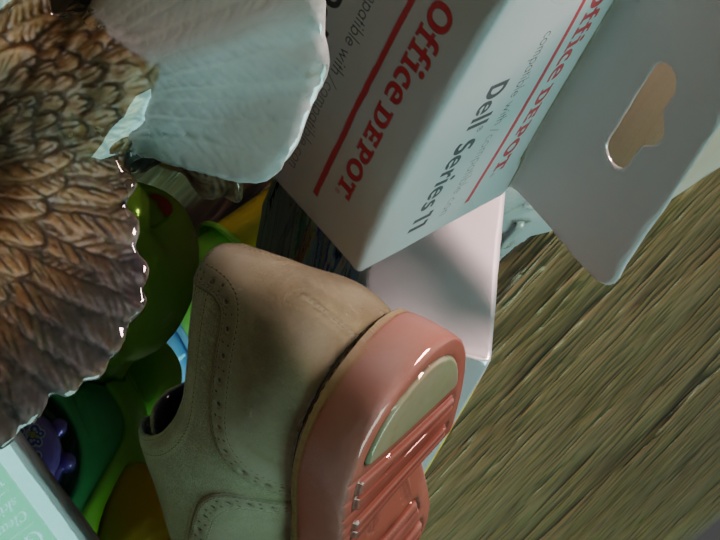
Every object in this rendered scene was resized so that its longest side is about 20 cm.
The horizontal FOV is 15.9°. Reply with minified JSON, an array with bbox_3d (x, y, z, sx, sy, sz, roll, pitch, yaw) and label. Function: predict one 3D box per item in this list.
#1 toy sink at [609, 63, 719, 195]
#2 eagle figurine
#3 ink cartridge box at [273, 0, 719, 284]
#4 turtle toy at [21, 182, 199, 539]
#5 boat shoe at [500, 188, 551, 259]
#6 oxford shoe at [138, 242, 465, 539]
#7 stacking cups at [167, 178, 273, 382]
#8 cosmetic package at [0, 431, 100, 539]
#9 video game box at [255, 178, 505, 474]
[{"bbox_3d":[0.143,-0.125,1.037,0.130,0.112,0.200,-32,168,-37],"label":"toy sink"},{"bbox_3d":[-0.115,-0.022,0.637,0.200,0.152,0.151,-28,141,-36],"label":"eagle figurine"},{"bbox_3d":[0.002,-0.086,0.685,0.067,0.200,0.117,-28,158,-39],"label":"ink cartridge box"},{"bbox_3d":[-0.125,0.052,0.870,0.200,0.146,0.101,-46,141,6],"label":"turtle toy"},{"bbox_3d":[0.052,-0.042,0.954,0.069,0.071,0.200,5,161,-10],"label":"boat shoe"},{"bbox_3d":[-0.025,0.062,0.723,0.071,0.074,0.200,-44,161,-38],"label":"oxford shoe"},{"bbox_3d":[-0.090,0.036,1.007,0.200,0.061,0.061,-36,162,-22],"label":"stacking cups"},{"bbox_3d":[-0.115,0.124,0.790,0.107,0.085,0.200,-37,121,-7],"label":"cosmetic package"},{"bbox_3d":[0.000,0.000,0.835,0.183,0.047,0.201,114,-13,-48],"label":"video game box"}]
